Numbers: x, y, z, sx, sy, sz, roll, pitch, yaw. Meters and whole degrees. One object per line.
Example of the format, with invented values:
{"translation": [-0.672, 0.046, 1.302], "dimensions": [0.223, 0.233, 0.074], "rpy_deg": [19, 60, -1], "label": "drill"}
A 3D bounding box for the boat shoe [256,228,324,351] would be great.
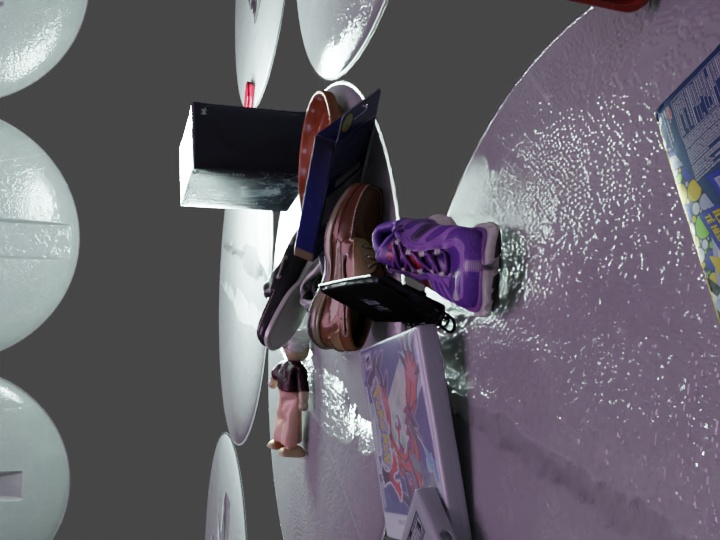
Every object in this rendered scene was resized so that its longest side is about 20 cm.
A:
{"translation": [-0.098, 0.020, 1.148], "dimensions": [0.074, 0.060, 0.200], "rpy_deg": [79, -149, -55], "label": "boat shoe"}

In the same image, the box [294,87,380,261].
{"translation": [-0.028, -0.122, 1.034], "dimensions": [0.121, 0.032, 0.200], "rpy_deg": [-48, -22, -54], "label": "box"}

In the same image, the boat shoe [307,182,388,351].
{"translation": [0.000, 0.000, 0.984], "dimensions": [0.074, 0.076, 0.200], "rpy_deg": [13, 92, 40], "label": "boat shoe"}

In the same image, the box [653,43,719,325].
{"translation": [0.188, 0.002, 0.337], "dimensions": [0.064, 0.070, 0.200], "rpy_deg": [121, 147, -59], "label": "box"}

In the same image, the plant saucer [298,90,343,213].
{"translation": [-0.055, -0.162, 1.236], "dimensions": [0.200, 0.032, 0.201], "rpy_deg": [-177, 90, -72], "label": "plant saucer"}

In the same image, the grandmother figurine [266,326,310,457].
{"translation": [-0.110, 0.187, 1.335], "dimensions": [0.121, 0.060, 0.200], "rpy_deg": [14, 100, 45], "label": "grandmother figurine"}

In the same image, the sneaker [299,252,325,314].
{"translation": [-0.048, 0.033, 1.112], "dimensions": [0.200, 0.071, 0.073], "rpy_deg": [113, 154, -49], "label": "sneaker"}

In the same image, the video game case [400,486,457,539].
{"translation": [0.068, 0.323, 0.730], "dimensions": [0.182, 0.023, 0.200], "rpy_deg": [-115, 28, -48], "label": "video game case"}

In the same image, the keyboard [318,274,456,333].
{"translation": [0.030, 0.023, 0.830], "dimensions": [0.040, 0.104, 0.200], "rpy_deg": [-62, 14, -11], "label": "keyboard"}

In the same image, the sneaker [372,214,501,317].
{"translation": [0.061, -0.008, 0.738], "dimensions": [0.200, 0.083, 0.081], "rpy_deg": [-156, 70, -71], "label": "sneaker"}

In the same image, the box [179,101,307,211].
{"translation": [-0.199, -0.186, 1.428], "dimensions": [0.200, 0.196, 0.118], "rpy_deg": [140, 130, -67], "label": "box"}

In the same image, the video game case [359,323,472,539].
{"translation": [0.048, 0.164, 0.820], "dimensions": [0.182, 0.023, 0.200], "rpy_deg": [144, 120, -69], "label": "video game case"}

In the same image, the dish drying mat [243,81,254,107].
{"translation": [-0.275, -0.347, 2.013], "dimensions": [0.077, 0.018, 0.200], "rpy_deg": [-130, 45, -67], "label": "dish drying mat"}

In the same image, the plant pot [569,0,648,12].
{"translation": [0.091, -0.299, 0.522], "dimensions": [0.176, 0.199, 0.200], "rpy_deg": [-93, 13, -58], "label": "plant pot"}
